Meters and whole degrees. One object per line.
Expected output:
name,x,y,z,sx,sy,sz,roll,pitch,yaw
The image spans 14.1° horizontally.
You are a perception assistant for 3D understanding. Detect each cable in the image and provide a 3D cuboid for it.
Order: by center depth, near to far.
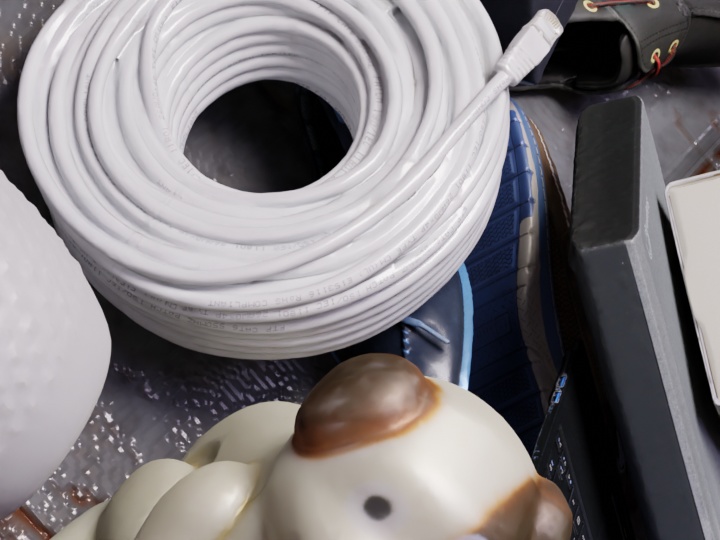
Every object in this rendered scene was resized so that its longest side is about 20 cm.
cable,-0.038,-0.060,1.204,0.199,0.069,0.200,23,64,15

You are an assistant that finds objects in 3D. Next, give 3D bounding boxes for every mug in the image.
mug,-0.187,-0.002,1.089,0.175,0.148,0.200,36,21,-22

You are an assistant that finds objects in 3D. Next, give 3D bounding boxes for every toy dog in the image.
toy dog,-0.006,0.107,1.096,0.140,0.200,0.194,50,59,-7

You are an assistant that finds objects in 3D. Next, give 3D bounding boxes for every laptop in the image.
laptop,0.126,0.157,1.171,0.200,0.103,0.178,-66,147,-47

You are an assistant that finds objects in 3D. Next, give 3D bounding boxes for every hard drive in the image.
hard drive,0.128,0.043,1.250,0.140,0.033,0.201,-78,153,-62

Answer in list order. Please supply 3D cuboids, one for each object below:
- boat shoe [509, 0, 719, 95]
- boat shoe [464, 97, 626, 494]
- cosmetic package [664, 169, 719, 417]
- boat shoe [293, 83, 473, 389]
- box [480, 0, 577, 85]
boat shoe,0.117,-0.112,1.389,0.201,0.074,0.063,1,60,-27
boat shoe,0.076,0.019,1.305,0.072,0.072,0.201,15,61,-42
cosmetic package,0.190,0.031,1.295,0.200,0.071,0.106,52,26,-70
boat shoe,0.000,0.000,1.261,0.068,0.084,0.201,11,45,-23
box,0.052,-0.204,1.257,0.104,0.200,0.148,17,57,16
